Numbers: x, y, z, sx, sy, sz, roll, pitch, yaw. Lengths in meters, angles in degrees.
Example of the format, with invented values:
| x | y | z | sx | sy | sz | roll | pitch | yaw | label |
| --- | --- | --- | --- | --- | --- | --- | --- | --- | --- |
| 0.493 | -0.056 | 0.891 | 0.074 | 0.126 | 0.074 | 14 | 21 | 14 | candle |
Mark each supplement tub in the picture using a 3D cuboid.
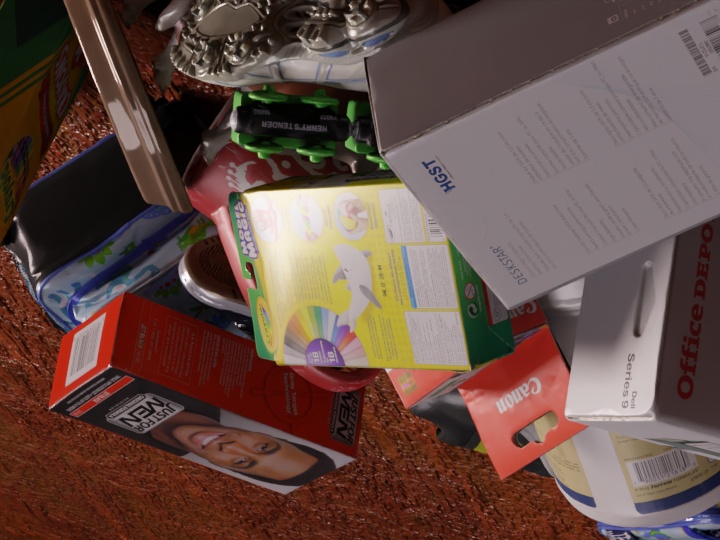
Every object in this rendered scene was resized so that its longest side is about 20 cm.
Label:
| x | y | z | sx | sy | sz | roll | pitch | yaw | label |
| --- | --- | --- | --- | --- | --- | --- | --- | --- | --- |
| 0.171 | 0.051 | 1.399 | 0.144 | 0.144 | 0.201 | 6 | 130 | 40 | supplement tub |

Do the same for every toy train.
| x | y | z | sx | sy | sz | roll | pitch | yaw | label |
| --- | --- | --- | --- | --- | --- | --- | --- | --- | --- |
| 0.021 | -0.080 | 1.228 | 0.199 | 0.042 | 0.056 | 4 | -172 | -14 | toy train |

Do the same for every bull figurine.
| x | y | z | sx | sy | sz | roll | pitch | yaw | label |
| --- | --- | --- | --- | --- | --- | --- | --- | --- | --- |
| -0.060 | -0.125 | 1.345 | 0.200 | 0.121 | 0.065 | 59 | -178 | -35 | bull figurine |

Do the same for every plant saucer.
| x | y | z | sx | sy | sz | roll | pitch | yaw | label |
| --- | --- | --- | --- | --- | --- | --- | --- | --- | --- |
| -0.155 | -0.126 | 1.370 | 0.029 | 0.201 | 0.200 | -21 | 154 | -2 | plant saucer |

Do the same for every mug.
| x | y | z | sx | sy | sz | roll | pitch | yaw | label |
| --- | --- | --- | --- | --- | --- | --- | --- | --- | --- |
| -0.017 | -0.032 | 1.453 | 0.199 | 0.178 | 0.134 | 34 | 124 | -11 | mug |

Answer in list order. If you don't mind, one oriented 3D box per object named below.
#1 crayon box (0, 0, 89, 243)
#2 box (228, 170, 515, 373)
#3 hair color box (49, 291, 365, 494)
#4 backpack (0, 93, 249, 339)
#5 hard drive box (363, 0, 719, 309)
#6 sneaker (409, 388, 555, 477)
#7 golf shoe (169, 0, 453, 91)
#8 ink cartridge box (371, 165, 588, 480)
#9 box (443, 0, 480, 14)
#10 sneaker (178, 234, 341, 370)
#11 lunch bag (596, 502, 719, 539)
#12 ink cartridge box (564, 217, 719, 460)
| x | y | z | sx | sy | sz | roll | pitch | yaw | label |
| --- | --- | --- | --- | --- | --- | --- | --- | --- | --- |
| -0.243 | -0.103 | 1.469 | 0.051 | 0.201 | 0.127 | 23 | 160 | 2 | crayon box |
| 0.000 | 0.000 | 1.317 | 0.199 | 0.048 | 0.118 | 0 | 104 | 44 | box |
| -0.106 | 0.089 | 1.514 | 0.199 | 0.062 | 0.101 | 22 | 149 | -26 | hair color box |
| -0.149 | -0.002 | 1.611 | 0.147 | 0.183 | 0.200 | 55 | 180 | 29 | backpack |
| 0.126 | -0.084 | 1.136 | 0.199 | 0.077 | 0.156 | -25 | 137 | 17 | hard drive box |
| 0.094 | 0.094 | 1.500 | 0.084 | 0.075 | 0.200 | -5 | 156 | 21 | sneaker |
| -0.024 | -0.125 | 1.220 | 0.199 | 0.079 | 0.097 | 3 | 155 | 47 | golf shoe |
| 0.056 | 0.030 | 1.340 | 0.109 | 0.050 | 0.201 | -39 | 74 | 49 | ink cartridge box |
| 0.096 | -0.123 | 1.258 | 0.158 | 0.049 | 0.200 | 10 | 155 | 35 | box |
| -0.066 | 0.037 | 1.539 | 0.199 | 0.070 | 0.109 | 7 | 137 | -42 | sneaker |
| 0.287 | 0.167 | 1.614 | 0.199 | 0.083 | 0.160 | 8 | 167 | -33 | lunch bag |
| 0.229 | 0.038 | 1.288 | 0.199 | 0.147 | 0.084 | 16 | 167 | -33 | ink cartridge box |
